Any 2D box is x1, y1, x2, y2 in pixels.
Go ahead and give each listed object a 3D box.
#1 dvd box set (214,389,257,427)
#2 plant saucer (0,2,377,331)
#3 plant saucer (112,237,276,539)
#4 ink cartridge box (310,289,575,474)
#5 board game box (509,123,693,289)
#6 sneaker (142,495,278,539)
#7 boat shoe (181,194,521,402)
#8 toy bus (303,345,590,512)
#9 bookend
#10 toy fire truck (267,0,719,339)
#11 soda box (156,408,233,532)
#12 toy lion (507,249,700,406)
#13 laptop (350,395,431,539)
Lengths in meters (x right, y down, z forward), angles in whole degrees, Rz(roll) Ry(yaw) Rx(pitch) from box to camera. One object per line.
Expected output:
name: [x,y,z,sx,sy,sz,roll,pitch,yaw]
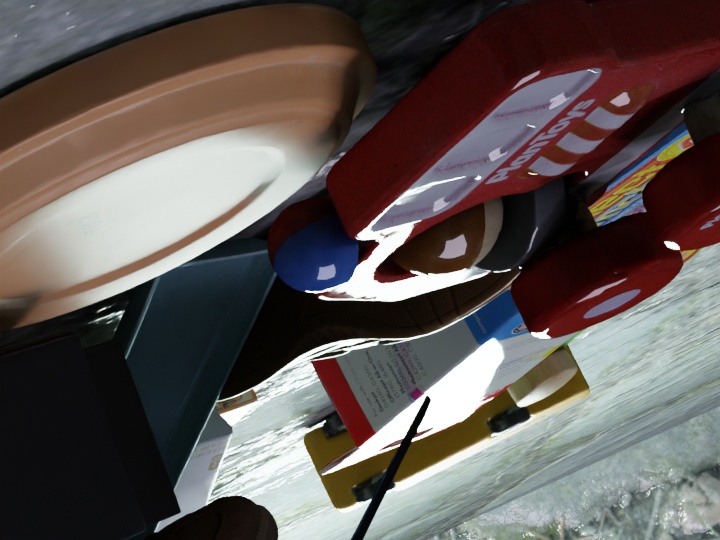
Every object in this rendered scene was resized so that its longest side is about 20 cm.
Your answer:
dvd box set: [-0.168,0.112,1.217,0.199,0.030,0.146,-18,166,-36]
plant saucer: [-0.084,-0.026,0.768,0.200,0.032,0.200,-25,168,-6]
plant saucer: [-0.096,0.063,0.997,0.070,0.019,0.200,-11,140,-41]
ink cartridge box: [0.053,0.028,1.207,0.116,0.067,0.200,-16,161,-43]
board game box: [0.142,-0.065,1.039,0.195,0.056,0.200,-17,166,-41]
sneaker: [-0.113,0.148,0.906,0.200,0.076,0.070,-47,-164,-31]
boat shoe: [0.000,0.000,1.002,0.199,0.074,0.063,-20,180,30]
toy bus: [0.062,0.103,1.617,0.199,0.065,0.078,-27,171,2]
bookend: [-0.141,0.073,0.847,0.198,0.093,0.200,-17,175,-44]
toy fire truck: [0.053,-0.043,0.801,0.167,0.113,0.200,-12,163,-39]
soda box: [-0.157,0.104,1.066,0.200,0.064,0.068,-16,138,-45]
toy lion: [0.120,0.014,1.367,0.192,0.069,0.200,-42,161,34]
laptop: [-0.074,0.148,0.982,0.199,0.104,0.177,-3,-151,23]
